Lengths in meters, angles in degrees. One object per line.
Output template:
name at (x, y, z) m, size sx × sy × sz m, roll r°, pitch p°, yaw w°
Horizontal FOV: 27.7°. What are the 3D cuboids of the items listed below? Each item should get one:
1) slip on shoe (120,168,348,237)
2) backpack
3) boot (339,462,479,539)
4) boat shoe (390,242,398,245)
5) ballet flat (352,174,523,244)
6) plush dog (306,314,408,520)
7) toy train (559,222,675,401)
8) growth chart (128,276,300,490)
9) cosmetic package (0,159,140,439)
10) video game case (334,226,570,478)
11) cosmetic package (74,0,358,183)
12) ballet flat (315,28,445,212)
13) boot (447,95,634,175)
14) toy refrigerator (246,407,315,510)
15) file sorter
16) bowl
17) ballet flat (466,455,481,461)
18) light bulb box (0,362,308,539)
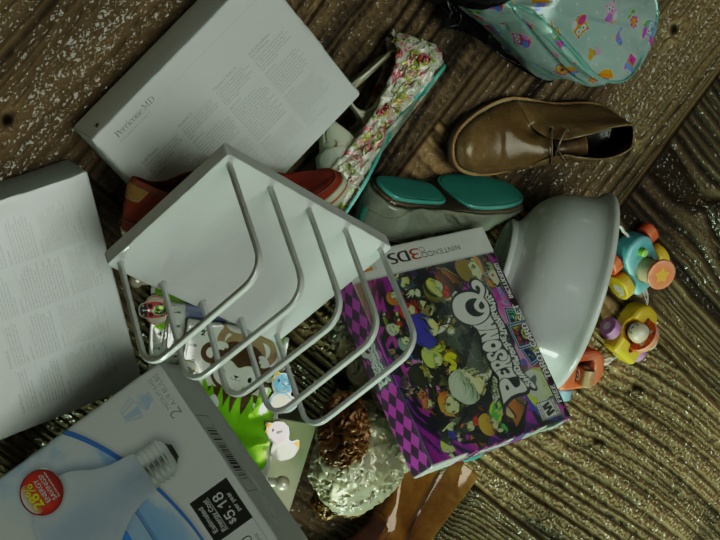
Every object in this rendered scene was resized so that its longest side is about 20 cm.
slip on shoe at (-0.101, -0.062, 1.199) m, size 0.199 × 0.074 × 0.061 m, roll -10°, pitch 110°, yaw -23°
backpack at (0.179, -0.252, 1.347) m, size 0.200 × 0.126 × 0.167 m, roll 40°, pitch 81°, yaw -38°
boot at (0.016, 0.247, 1.454) m, size 0.188 × 0.068 × 0.200 m, roll 36°, pitch 86°, yaw -34°
boat shoe at (0.000, 0.000, 1.355) m, size 0.199 × 0.076 × 0.061 m, roll 10°, pitch 95°, yaw -33°
ballet flat at (0.071, -0.055, 1.384) m, size 0.199 × 0.067 × 0.064 m, roll -2°, pitch 128°, yaw -42°
plush dog at (0.017, 0.149, 1.323) m, size 0.172 × 0.160 × 0.200 m, roll -47°, pitch 153°, yaw -34°
toy train at (0.268, 0.046, 1.537) m, size 0.150 × 0.056 × 0.201 m, roll 3°, pitch 105°, yaw -38°
growth chart at (-0.126, 0.098, 1.289) m, size 0.144 × 0.018 × 0.201 m, roll -3°, pitch 96°, yaw -1°
cosmetic package at (-0.279, 0.027, 1.209) m, size 0.150 × 0.052 × 0.201 m, roll -22°, pitch 116°, yaw -25°
video game case at (0.079, 0.067, 1.300) m, size 0.181 × 0.036 × 0.201 m, roll -12°, pitch 72°, yaw -40°
cosmetic package at (-0.119, -0.136, 1.240) m, size 0.200 × 0.052 × 0.151 m, roll -47°, pitch 126°, yaw -9°
ballet flat at (0.001, -0.132, 1.322) m, size 0.064 × 0.076 × 0.200 m, roll 36°, pitch 79°, yaw -14°
boot at (0.178, -0.129, 1.417) m, size 0.199 × 0.075 × 0.074 m, roll -12°, pitch 112°, yaw -28°
toy refrigerator at (-0.109, 0.219, 1.363) m, size 0.070 × 0.076 × 0.201 m, roll 11°, pitch 100°, yaw -33°
file sorter at (-0.071, 0.024, 1.147) m, size 0.139 × 0.125 × 0.200 m, roll -39°, pitch 140°, yaw 21°
bowl at (0.173, 0.008, 1.417) m, size 0.090 × 0.201 × 0.202 m, roll 18°, pitch 98°, yaw -4°
ballet flat at (0.075, 0.102, 1.442) m, size 0.070 × 0.065 × 0.201 m, roll -19°, pitch 123°, yaw 3°
light bulb box at (-0.179, 0.213, 1.208) m, size 0.200 × 0.125 × 0.199 m, roll -37°, pitch 80°, yaw 2°
